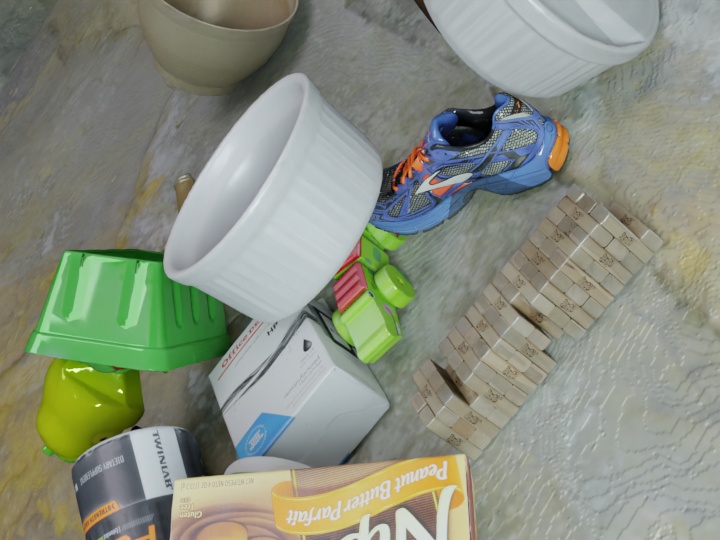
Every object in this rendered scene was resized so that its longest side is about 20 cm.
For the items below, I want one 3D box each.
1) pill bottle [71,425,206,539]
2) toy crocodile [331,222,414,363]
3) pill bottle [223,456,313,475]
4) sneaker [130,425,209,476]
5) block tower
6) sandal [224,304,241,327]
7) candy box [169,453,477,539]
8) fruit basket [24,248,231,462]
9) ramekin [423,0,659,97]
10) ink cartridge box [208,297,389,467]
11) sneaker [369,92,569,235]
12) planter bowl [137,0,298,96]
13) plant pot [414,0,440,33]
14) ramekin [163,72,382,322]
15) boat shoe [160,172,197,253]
[{"bbox_3d":[-0.153,0.233,0.970,0.106,0.106,0.202,-35,62,31],"label":"pill bottle"},{"bbox_3d":[0.000,0.000,1.067,0.067,0.061,0.201,-40,33,25],"label":"toy crocodile"},{"bbox_3d":[-0.072,0.244,0.876,0.112,0.112,0.202,-18,46,47],"label":"pill bottle"},{"bbox_3d":[-0.184,0.219,1.111,0.116,0.075,0.199,-60,30,-4],"label":"sneaker"},{"bbox_3d":[0.117,0.033,0.867,0.200,0.058,0.054,-50,30,9],"label":"block tower"},{"bbox_3d":[-0.124,0.002,1.225,0.202,0.080,0.057,-51,-7,24],"label":"sandal"},{"bbox_3d":[-0.023,0.189,0.799,0.197,0.056,0.117,-6,56,8],"label":"candy box"},{"bbox_3d":[-0.216,0.084,1.140,0.153,0.217,0.218,7,57,12],"label":"fruit basket"},{"bbox_3d":[0.131,-0.227,0.971,0.094,0.201,0.204,-37,33,42],"label":"ramekin"},{"bbox_3d":[-0.062,0.091,1.061,0.116,0.068,0.200,-50,29,8],"label":"ink cartridge box"},{"bbox_3d":[0.070,-0.094,1.021,0.198,0.078,0.076,-23,40,33],"label":"sneaker"},{"bbox_3d":[-0.189,-0.305,1.554,0.202,0.197,0.136,-90,17,-46],"label":"planter bowl"},{"bbox_3d":[0.099,-0.310,1.144,0.186,0.186,0.202,-34,49,33],"label":"plant pot"},{"bbox_3d":[-0.070,-0.055,1.047,0.200,0.097,0.202,-44,24,26],"label":"ramekin"},{"bbox_3d":[-0.167,-0.066,1.302,0.072,0.076,0.200,-48,5,37],"label":"boat shoe"}]
